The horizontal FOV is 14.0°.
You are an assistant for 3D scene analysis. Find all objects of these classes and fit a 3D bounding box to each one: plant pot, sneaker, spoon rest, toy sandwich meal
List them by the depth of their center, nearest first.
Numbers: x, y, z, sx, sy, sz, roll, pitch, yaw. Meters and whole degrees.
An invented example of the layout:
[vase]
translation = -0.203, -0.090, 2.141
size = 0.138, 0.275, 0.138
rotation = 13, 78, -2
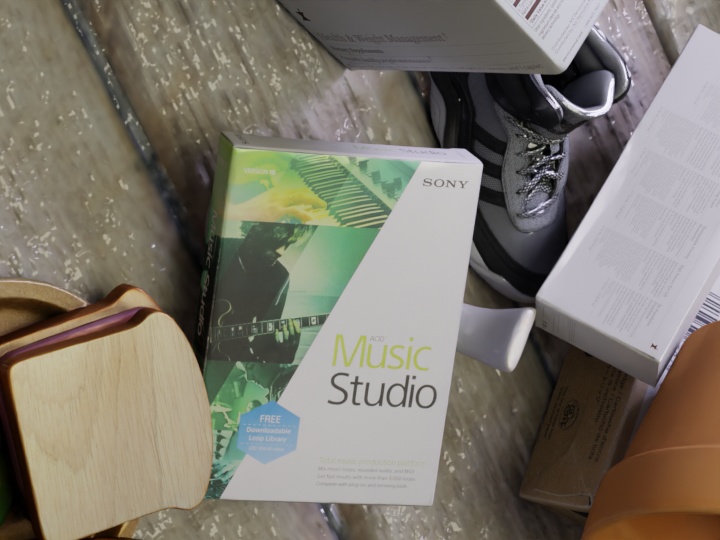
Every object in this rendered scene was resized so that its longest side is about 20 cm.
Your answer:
[toy sandwich meal]
translation = -0.168, 0.096, 1.517
size = 0.205, 0.070, 0.205
rotation = -3, 96, -36
[spoon rest]
translation = 0.000, 0.000, 1.651
size = 0.200, 0.061, 0.099
rotation = 28, 76, -21
[plant pot]
translation = 0.235, 0.117, 1.662
size = 0.200, 0.200, 0.140
rotation = 33, 59, -33
[sneaker]
translation = 0.101, -0.072, 1.673
size = 0.075, 0.114, 0.200
rotation = -23, 108, -32

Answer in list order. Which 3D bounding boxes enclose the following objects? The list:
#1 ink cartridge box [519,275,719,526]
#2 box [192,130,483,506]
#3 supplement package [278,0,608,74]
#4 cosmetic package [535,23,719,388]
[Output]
[ink cartridge box]
translation = 0.204, 0.076, 1.787
size = 0.165, 0.075, 0.200
rotation = 26, 78, -34
[box]
translation = -0.018, 0.029, 1.596
size = 0.144, 0.036, 0.200
rotation = 3, 103, -19
[supplement package]
translation = 0.022, -0.220, 1.556
size = 0.200, 0.191, 0.147
rotation = 43, 69, -30
[cosmetic package]
translation = 0.184, -0.038, 1.705
size = 0.200, 0.082, 0.051
rotation = -58, 165, -18
